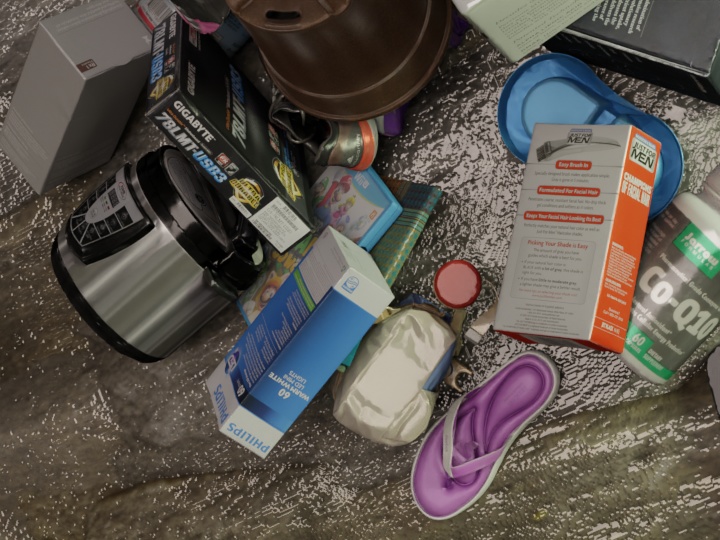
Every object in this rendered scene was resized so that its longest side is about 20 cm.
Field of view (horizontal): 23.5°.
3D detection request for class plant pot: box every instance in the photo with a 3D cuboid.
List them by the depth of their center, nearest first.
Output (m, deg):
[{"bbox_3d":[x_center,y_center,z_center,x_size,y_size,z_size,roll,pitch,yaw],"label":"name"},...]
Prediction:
[{"bbox_3d":[-0.032,-0.261,1.607,0.198,0.198,0.202,-3,78,16],"label":"plant pot"}]

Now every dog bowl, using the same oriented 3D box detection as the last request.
[{"bbox_3d":[0.227,-0.126,1.682,0.200,0.050,0.112,39,104,16],"label":"dog bowl"}]

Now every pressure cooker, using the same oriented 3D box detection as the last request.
[{"bbox_3d":[-0.192,-0.029,1.758,0.200,0.179,0.176,-39,92,13],"label":"pressure cooker"}]

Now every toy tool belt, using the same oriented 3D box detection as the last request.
[{"bbox_3d":[0.054,0.077,1.704,0.124,0.123,0.201,34,93,5],"label":"toy tool belt"}]

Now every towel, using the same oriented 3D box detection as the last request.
[{"bbox_3d":[0.000,0.000,1.703,0.022,0.146,0.201,33,84,-26],"label":"towel"}]

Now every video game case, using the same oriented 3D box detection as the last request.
[{"bbox_3d":[-0.048,-0.020,1.742,0.200,0.018,0.143,-50,33,10],"label":"video game case"}]

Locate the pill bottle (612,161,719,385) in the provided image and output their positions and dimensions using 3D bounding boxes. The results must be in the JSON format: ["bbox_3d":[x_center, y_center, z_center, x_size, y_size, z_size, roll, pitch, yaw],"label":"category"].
[{"bbox_3d":[0.307,0.000,1.620,0.113,0.113,0.200,44,101,15],"label":"pill bottle"}]

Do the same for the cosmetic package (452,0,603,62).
[{"bbox_3d":[0.132,-0.300,1.434,0.164,0.200,0.166,-34,76,12],"label":"cosmetic package"}]

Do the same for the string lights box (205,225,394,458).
[{"bbox_3d":[-0.061,0.066,1.639,0.059,0.103,0.200,33,103,-24],"label":"string lights box"}]

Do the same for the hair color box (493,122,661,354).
[{"bbox_3d":[0.200,-0.031,1.595,0.110,0.064,0.202,5,80,41],"label":"hair color box"}]

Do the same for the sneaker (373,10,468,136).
[{"bbox_3d":[0.061,-0.231,1.734,0.088,0.080,0.202,12,94,2],"label":"sneaker"}]

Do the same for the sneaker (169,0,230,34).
[{"bbox_3d":[-0.166,-0.303,1.672,0.086,0.080,0.200,-41,41,-3],"label":"sneaker"}]

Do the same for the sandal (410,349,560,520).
[{"bbox_3d":[0.114,0.158,1.711,0.082,0.050,0.203,40,100,16],"label":"sandal"}]

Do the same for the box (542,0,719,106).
[{"bbox_3d":[0.261,-0.247,1.599,0.195,0.200,0.125,22,94,17],"label":"box"}]

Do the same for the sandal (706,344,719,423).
[{"bbox_3d":[0.372,0.164,1.629,0.076,0.043,0.202,-23,81,16],"label":"sandal"}]

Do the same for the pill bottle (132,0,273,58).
[{"bbox_3d":[-0.134,-0.296,1.779,0.200,0.109,0.109,-45,76,12],"label":"pill bottle"}]

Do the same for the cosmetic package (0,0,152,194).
[{"bbox_3d":[-0.291,-0.180,1.779,0.090,0.106,0.200,47,138,15],"label":"cosmetic package"}]

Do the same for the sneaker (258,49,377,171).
[{"bbox_3d":[-0.060,-0.178,1.738,0.200,0.081,0.077,52,134,33],"label":"sneaker"}]

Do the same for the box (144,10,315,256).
[{"bbox_3d":[-0.126,-0.138,1.683,0.049,0.201,0.199,-34,117,14],"label":"box"}]
